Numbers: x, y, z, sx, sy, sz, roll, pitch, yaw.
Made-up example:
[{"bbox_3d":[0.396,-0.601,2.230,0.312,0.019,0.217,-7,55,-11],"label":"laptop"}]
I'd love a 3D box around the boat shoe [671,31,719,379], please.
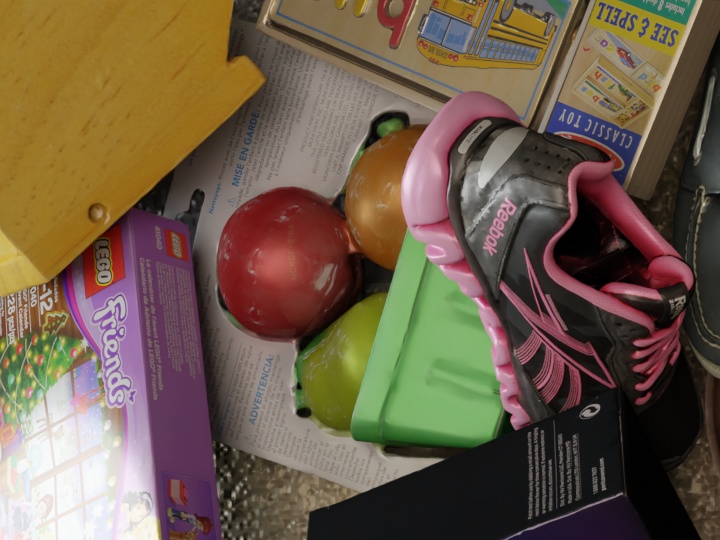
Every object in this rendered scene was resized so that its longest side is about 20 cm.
[{"bbox_3d":[0.162,-0.056,0.935,0.072,0.062,0.201,6,73,25],"label":"boat shoe"}]

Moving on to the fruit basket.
[{"bbox_3d":[0.000,0.000,1.005,0.199,0.094,0.187,16,91,30],"label":"fruit basket"}]

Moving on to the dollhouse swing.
[{"bbox_3d":[-0.177,-0.111,1.024,0.182,0.176,0.200,-42,104,-5],"label":"dollhouse swing"}]

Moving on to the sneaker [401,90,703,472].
[{"bbox_3d":[0.095,0.017,0.891,0.095,0.200,0.079,10,57,44],"label":"sneaker"}]

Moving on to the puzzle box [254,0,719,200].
[{"bbox_3d":[0.057,-0.125,0.938,0.199,0.025,0.134,25,98,32],"label":"puzzle box"}]

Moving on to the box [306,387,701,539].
[{"bbox_3d":[0.082,0.166,0.911,0.140,0.079,0.201,-23,115,18],"label":"box"}]

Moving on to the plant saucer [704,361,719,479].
[{"bbox_3d":[0.237,0.051,0.905,0.199,0.037,0.202,-12,52,16],"label":"plant saucer"}]

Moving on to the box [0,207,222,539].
[{"bbox_3d":[-0.123,0.091,1.003,0.136,0.039,0.201,-28,59,37],"label":"box"}]
